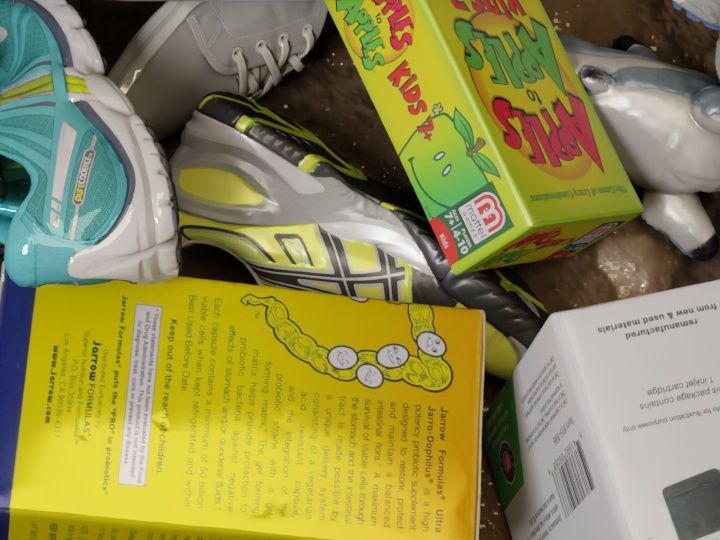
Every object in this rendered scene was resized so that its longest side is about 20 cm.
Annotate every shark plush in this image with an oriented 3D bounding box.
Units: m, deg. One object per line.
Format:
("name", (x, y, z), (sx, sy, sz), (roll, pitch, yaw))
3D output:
("shark plush", (0.122, -0.080, 1.125), (0.200, 0.091, 0.083), (18, 41, 15))

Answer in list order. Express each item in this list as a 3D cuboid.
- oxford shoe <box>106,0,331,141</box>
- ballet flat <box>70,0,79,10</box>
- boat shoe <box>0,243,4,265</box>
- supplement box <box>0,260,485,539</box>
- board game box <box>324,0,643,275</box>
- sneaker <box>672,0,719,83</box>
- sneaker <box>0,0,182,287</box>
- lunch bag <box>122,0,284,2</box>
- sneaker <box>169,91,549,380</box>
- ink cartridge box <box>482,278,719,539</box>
("oxford shoe", (-0.055, -0.105, 1.081), (0.058, 0.075, 0.200), (39, 62, 9))
("ballet flat", (-0.213, -0.178, 1.089), (0.200, 0.063, 0.069), (36, 63, 6))
("boat shoe", (-0.204, -0.045, 1.034), (0.200, 0.065, 0.072), (36, 69, 7))
("supplement box", (-0.056, 0.073, 0.987), (0.200, 0.109, 0.110), (7, 67, -7))
("board game box", (0.042, -0.101, 1.053), (0.102, 0.048, 0.200), (-8, 69, -56))
("sneaker", (0.191, -0.148, 1.096), (0.077, 0.085, 0.200), (3, 31, -15))
("sneaker", (-0.139, -0.057, 0.972), (0.080, 0.078, 0.200), (-13, 35, -21))
("lunch bag", (-0.070, -0.172, 0.952), (0.200, 0.170, 0.127), (7, 92, 26))
("sneaker", (0.000, 0.000, 1.059), (0.200, 0.075, 0.076), (33, 101, -2))
("ink cartridge box", (0.127, 0.125, 0.978), (0.083, 0.147, 0.200), (-11, 71, -15))
